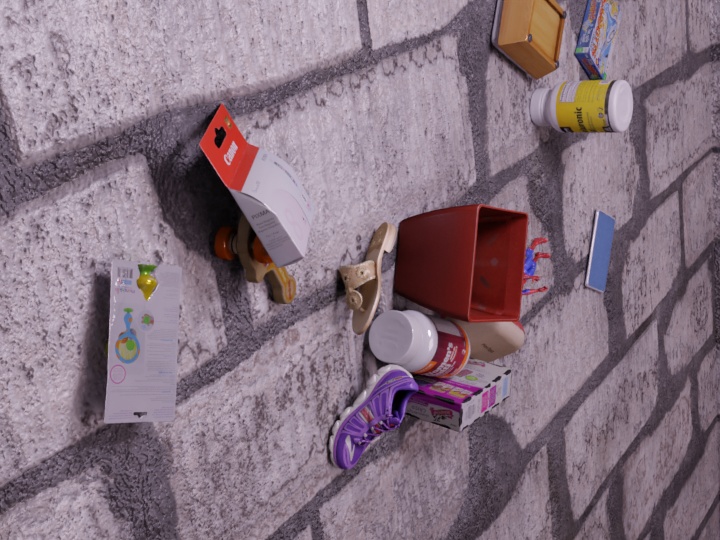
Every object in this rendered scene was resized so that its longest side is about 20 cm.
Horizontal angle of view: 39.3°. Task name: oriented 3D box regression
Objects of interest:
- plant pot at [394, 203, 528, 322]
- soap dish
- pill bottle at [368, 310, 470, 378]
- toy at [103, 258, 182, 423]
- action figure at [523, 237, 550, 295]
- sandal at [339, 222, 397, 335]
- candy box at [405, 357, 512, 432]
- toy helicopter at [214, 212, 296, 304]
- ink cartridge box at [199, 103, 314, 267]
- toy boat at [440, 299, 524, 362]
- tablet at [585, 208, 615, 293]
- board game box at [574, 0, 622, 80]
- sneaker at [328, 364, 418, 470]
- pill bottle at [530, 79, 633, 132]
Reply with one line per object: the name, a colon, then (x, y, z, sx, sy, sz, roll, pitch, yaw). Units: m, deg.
plant pot: (0.173, -0.015, 1.808, 0.200, 0.176, 0.200, 4, 91, -55)
soap dish: (0.351, -0.502, 2.075, 0.200, 0.081, 0.158, 20, 79, -56)
pill bottle: (0.105, 0.130, 1.790, 0.200, 0.109, 0.110, 17, 81, -55)
toy: (-0.285, 0.090, 1.277, 0.115, 0.047, 0.200, 9, 84, -52)
action figure: (0.380, 0.006, 2.184, 0.200, 0.099, 0.065, -46, 129, -39)
sandal: (-0.003, 0.002, 1.673, 0.070, 0.078, 0.212, 29, 60, -20)
candy box: (0.178, 0.225, 1.885, 0.200, 0.136, 0.061, -23, 120, -51)
toy helicopter: (-0.132, -0.028, 1.478, 0.200, 0.079, 0.132, 70, 32, -49)
ink cartridge box: (-0.133, -0.123, 1.367, 0.163, 0.057, 0.200, -83, 150, -61)
toy boat: (0.233, 0.092, 1.985, 0.200, 0.130, 0.131, 36, 35, -52)
tablet: (0.614, -0.049, 2.581, 0.130, 0.014, 0.200, 17, 82, -55)
board game box: (0.575, -0.573, 2.427, 0.135, 0.034, 0.200, 36, 66, -52)
sneaker: (0.022, 0.252, 1.684, 0.200, 0.083, 0.081, -56, 139, 1)
pill bottle: (0.473, -0.353, 2.169, 0.111, 0.200, 0.111, -12, 104, -53)
